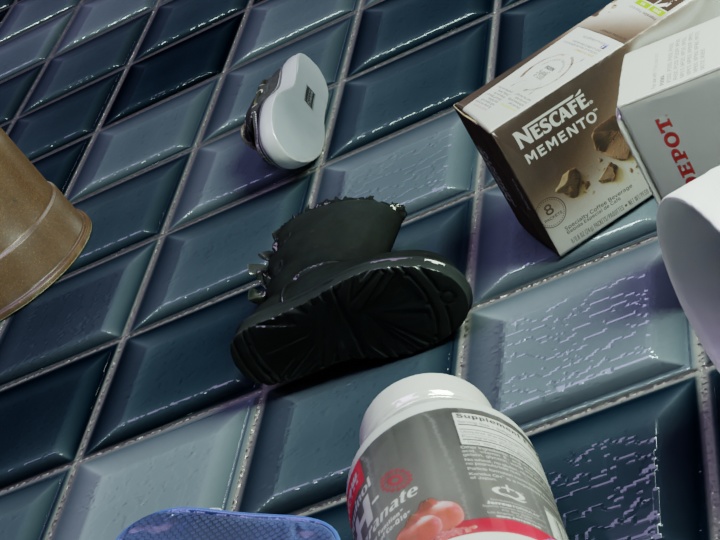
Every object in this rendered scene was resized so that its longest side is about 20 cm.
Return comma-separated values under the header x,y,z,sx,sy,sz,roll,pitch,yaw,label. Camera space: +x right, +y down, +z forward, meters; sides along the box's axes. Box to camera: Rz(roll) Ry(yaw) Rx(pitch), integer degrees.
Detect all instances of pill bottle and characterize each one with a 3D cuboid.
x,y,z,sx,sy,sz,roll,pitch,yaw,label
0.051,0.138,0.961,0.111,0.111,0.200,-29,26,7,pill bottle

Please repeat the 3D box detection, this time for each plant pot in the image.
x,y,z,sx,sy,sz,roll,pitch,yaw,label
-0.395,-0.069,1.722,0.200,0.198,0.200,-25,27,14,plant pot

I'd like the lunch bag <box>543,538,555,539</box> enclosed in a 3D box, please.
x,y,z,sx,sy,sz,roll,pitch,yaw,label
0.061,0.202,0.788,0.200,0.076,0.160,-11,77,32,lunch bag

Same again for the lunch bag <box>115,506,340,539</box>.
x,y,z,sx,sy,sz,roll,pitch,yaw,label
-0.073,0.234,0.904,0.136,0.132,0.200,3,44,24,lunch bag

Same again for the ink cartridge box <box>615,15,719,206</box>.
x,y,z,sx,sy,sz,roll,pitch,yaw,label
0.273,-0.092,1.080,0.200,0.147,0.083,-20,27,22,ink cartridge box

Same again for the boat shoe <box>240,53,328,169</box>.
x,y,z,sx,sy,sz,roll,pitch,yaw,label
-0.077,-0.138,1.646,0.066,0.070,0.200,-31,24,20,boat shoe

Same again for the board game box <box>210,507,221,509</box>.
x,y,z,sx,sy,sz,roll,pitch,yaw,label
-0.155,0.250,1.088,0.200,0.026,0.200,-31,26,4,board game box

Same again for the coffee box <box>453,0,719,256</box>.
x,y,z,sx,sy,sz,roll,pitch,yaw,label
0.183,-0.117,1.264,0.200,0.113,0.080,-33,26,-3,coffee box

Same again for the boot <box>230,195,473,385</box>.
x,y,z,sx,sy,sz,roll,pitch,yaw,label
0.001,0.001,1.313,0.198,0.073,0.162,-19,25,26,boot

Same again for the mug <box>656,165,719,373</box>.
x,y,z,sx,sy,sz,roll,pitch,yaw,label
0.260,-0.035,0.936,0.175,0.200,0.148,-28,30,-7,mug
